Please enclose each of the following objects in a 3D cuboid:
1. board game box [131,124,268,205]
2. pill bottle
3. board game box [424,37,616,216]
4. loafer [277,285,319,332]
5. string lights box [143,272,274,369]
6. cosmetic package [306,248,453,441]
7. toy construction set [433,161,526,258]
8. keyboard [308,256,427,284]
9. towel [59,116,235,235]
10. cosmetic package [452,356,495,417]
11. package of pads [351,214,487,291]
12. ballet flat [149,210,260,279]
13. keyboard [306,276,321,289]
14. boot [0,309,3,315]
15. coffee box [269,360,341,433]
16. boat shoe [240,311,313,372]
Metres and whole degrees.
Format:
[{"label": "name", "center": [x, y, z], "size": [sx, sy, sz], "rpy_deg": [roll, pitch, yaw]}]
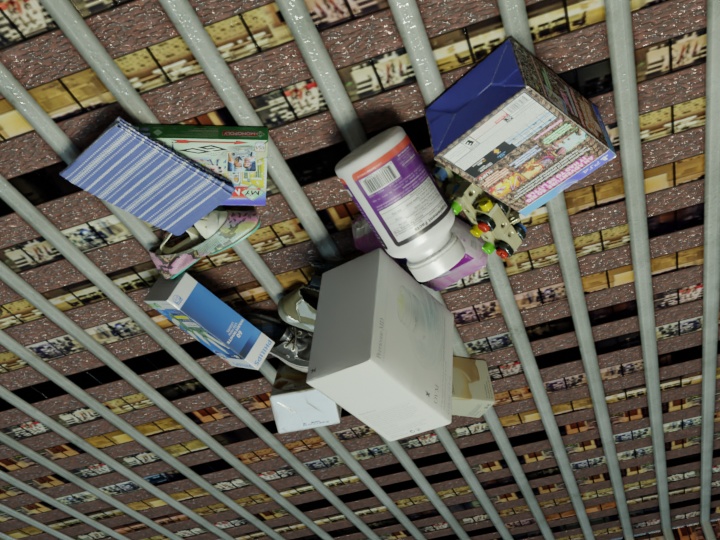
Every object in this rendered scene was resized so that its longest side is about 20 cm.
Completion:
[{"label": "board game box", "center": [-0.231, -0.146, 1.162], "size": [0.199, 0.029, 0.135], "rpy_deg": [0, 142, -8]}, {"label": "pill bottle", "center": [0.061, -0.088, 1.144], "size": [0.111, 0.111, 0.200], "rpy_deg": [-27, 106, 25]}, {"label": "board game box", "center": [0.215, -0.187, 1.119], "size": [0.200, 0.097, 0.159], "rpy_deg": [26, 133, -36]}, {"label": "loafer", "center": [-0.045, 0.079, 1.455], "size": [0.199, 0.075, 0.070], "rpy_deg": [16, 136, -25]}, {"label": "string lights box", "center": [-0.250, 0.084, 1.370], "size": [0.200, 0.059, 0.103], "rpy_deg": [42, 156, -27]}, {"label": "cosmetic package", "center": [0.037, 0.113, 1.231], "size": [0.123, 0.200, 0.200], "rpy_deg": [-25, 132, 33]}, {"label": "toy construction set", "center": [0.177, -0.084, 1.238], "size": [0.200, 0.131, 0.092], "rpy_deg": [30, 86, -40]}, {"label": "keyboard", "center": [0.000, 0.000, 1.331], "size": [0.200, 0.021, 0.127], "rpy_deg": [-3, 162, 45]}, {"label": "towel", "center": [-0.291, -0.124, 1.146], "size": [0.145, 0.024, 0.200], "rpy_deg": [-31, 135, 33]}, {"label": "cosmetic package", "center": [0.163, 0.229, 1.672], "size": [0.199, 0.105, 0.071], "rpy_deg": [9, 140, -23]}, {"label": "package of pads", "center": [0.096, -0.049, 1.305], "size": [0.200, 0.076, 0.120], "rpy_deg": [28, 136, -37]}, {"label": "ballet flat", "center": [-0.248, -0.052, 1.265], "size": [0.200, 0.069, 0.071], "rpy_deg": [-26, 121, 25]}, {"label": "keyboard", "center": [0.014, 0.040, 1.368], "size": [0.199, 0.021, 0.127], "rpy_deg": [11, 170, -8]}, {"label": "boot", "center": [-0.716, 0.104, 1.403], "size": [0.199, 0.064, 0.187], "rpy_deg": [3, 145, -20]}, {"label": "coffee box", "center": [-0.092, 0.205, 1.510], "size": [0.114, 0.200, 0.080], "rpy_deg": [-10, 109, 5]}, {"label": "boat shoe", "center": [-0.130, 0.120, 1.453], "size": [0.199, 0.070, 0.066], "rpy_deg": [23, 158, 20]}]
